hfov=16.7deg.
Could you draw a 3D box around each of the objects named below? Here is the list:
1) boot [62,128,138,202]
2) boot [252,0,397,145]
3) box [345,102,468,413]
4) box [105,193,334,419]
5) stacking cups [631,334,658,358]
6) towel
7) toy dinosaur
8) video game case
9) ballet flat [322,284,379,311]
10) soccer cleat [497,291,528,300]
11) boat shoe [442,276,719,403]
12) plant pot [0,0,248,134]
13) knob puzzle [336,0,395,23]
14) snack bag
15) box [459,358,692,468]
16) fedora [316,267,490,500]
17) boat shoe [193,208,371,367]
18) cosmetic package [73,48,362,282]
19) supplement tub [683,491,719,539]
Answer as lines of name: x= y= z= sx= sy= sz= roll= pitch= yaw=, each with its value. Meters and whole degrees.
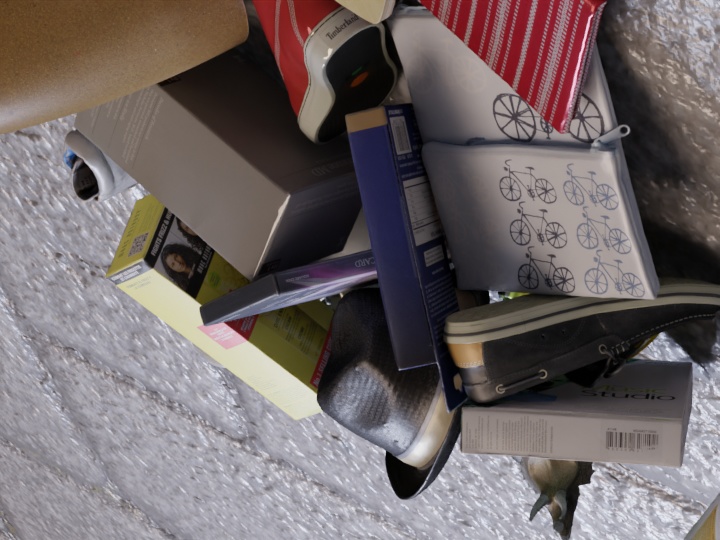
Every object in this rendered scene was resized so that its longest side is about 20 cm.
boot: x=-0.193 y=-0.093 z=1.931 sx=0.074 sy=0.096 sz=0.200 roll=42 pitch=168 yaw=12
boot: x=-0.045 y=-0.174 z=1.657 sx=0.145 sy=0.072 sz=0.200 roll=51 pitch=169 yaw=15
box: x=0.035 y=-0.008 z=1.610 sx=0.121 sy=0.032 sz=0.202 roll=-21 pitch=-82 yaw=-78
box: x=-0.093 y=0.026 z=1.817 sx=0.200 sy=0.076 sz=0.050 roll=40 pitch=142 yaw=-27
stacking cups: x=0.127 y=-0.026 z=1.657 sx=0.200 sy=0.061 sz=0.060 roll=47 pitch=155 yaw=-13
towel: x=0.067 y=-0.186 z=1.460 sx=0.200 sy=0.022 sz=0.145 roll=45 pitch=159 yaw=19
toy dinosaur: x=0.129 y=0.124 z=1.883 sx=0.200 sy=0.077 sz=0.102 roll=49 pitch=-175 yaw=36
video game case: x=0.000 y=0.000 z=1.742 sx=0.143 sy=0.199 sz=0.019 roll=-23 pitch=81 yaw=64
ballet flat: x=0.001 y=0.029 z=1.937 sx=0.199 sy=0.071 sz=0.071 roll=8 pitch=141 yaw=51
soccer cleat: x=0.137 y=0.040 z=1.775 sx=0.083 sy=0.065 sz=0.201 roll=8 pitch=146 yaw=7
boat shoe: x=0.149 y=0.042 z=1.597 sx=0.075 sy=0.199 sz=0.063 roll=-171 pitch=70 yaw=-68
plant pot: x=-0.209 y=-0.181 z=1.646 sx=0.187 sy=0.199 sz=0.187 roll=51 pitch=166 yaw=19
knob puzzle: x=-0.024 y=-0.245 z=1.486 sx=0.220 sy=0.030 sz=0.220 roll=46 pitch=155 yaw=28
snack bag: x=0.100 y=-0.078 z=1.560 sx=0.188 sy=0.021 sz=0.201 roll=5 pitch=116 yaw=50
box: x=0.150 y=0.091 z=1.648 sx=0.143 sy=0.037 sz=0.200 roll=3 pitch=-172 yaw=9
fedora: x=0.022 y=0.069 z=1.769 sx=0.091 sy=0.202 sz=0.201 roll=15 pitch=159 yaw=-10
boat shoe: x=-0.049 y=0.001 z=1.905 sx=0.074 sy=0.068 sz=0.199 roll=44 pitch=120 yaw=5
cosmetic package: x=-0.097 y=-0.089 z=1.753 sx=0.200 sy=0.107 sz=0.091 roll=37 pitch=124 yaw=23
supplement tub: x=0.302 y=0.196 z=1.678 sx=0.144 sy=0.145 sz=0.200 roll=36 pitch=156 yaw=9
